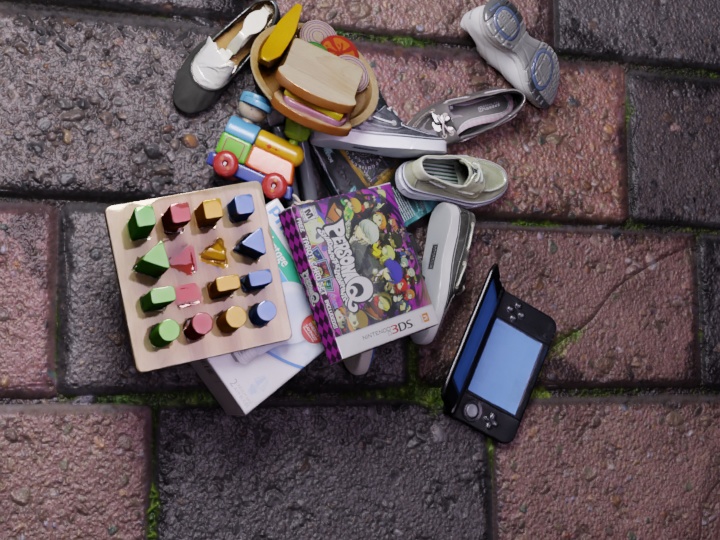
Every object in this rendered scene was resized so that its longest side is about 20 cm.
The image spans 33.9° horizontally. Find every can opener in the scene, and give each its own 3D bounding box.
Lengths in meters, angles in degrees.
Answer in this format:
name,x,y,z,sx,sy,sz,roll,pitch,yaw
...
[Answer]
name,x,y,z,sx,sy,sz,roll,pitch,yaw
can opener,-0.100,-0.187,1.614,0.052,0.066,0.204,-14,98,-15

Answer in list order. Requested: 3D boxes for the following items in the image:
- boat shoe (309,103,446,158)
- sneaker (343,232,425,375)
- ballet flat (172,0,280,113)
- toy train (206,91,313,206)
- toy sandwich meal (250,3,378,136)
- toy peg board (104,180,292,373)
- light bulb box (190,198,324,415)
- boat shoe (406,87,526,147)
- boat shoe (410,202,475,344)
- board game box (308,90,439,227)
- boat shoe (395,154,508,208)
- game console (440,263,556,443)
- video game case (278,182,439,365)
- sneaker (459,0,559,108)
name,x,y,z,sx,sy,sz,roll,pitch,yaw
boat shoe,0.027,-0.197,1.627,0.196,0.072,0.069,5,84,-14
sneaker,0.037,0.044,1.629,0.110,0.076,0.204,2,94,-32
ballet flat,-0.180,-0.297,1.586,0.068,0.068,0.201,40,73,-8
toy train,-0.092,-0.146,1.555,0.197,0.085,0.117,24,91,0
toy sandwich meal,-0.055,-0.266,1.552,0.202,0.071,0.208,14,51,-17
toy peg board,-0.185,0.000,1.408,0.196,0.098,0.204,-11,86,-19
light bulb box,-0.141,0.049,1.536,0.199,0.125,0.200,-39,98,-19
boat shoe,0.151,-0.223,1.711,0.197,0.057,0.068,-22,93,-21
boat shoe,0.121,0.009,1.668,0.063,0.070,0.204,16,87,-32
board game box,0.011,-0.145,1.665,0.134,0.028,0.202,-30,96,-21
boat shoe,0.141,-0.129,1.676,0.197,0.062,0.073,-4,80,-36
game console,0.198,0.121,1.663,0.174,0.116,0.203,29,76,-16
video game case,0.000,0.000,1.520,0.180,0.036,0.203,-15,85,-42
sneaker,0.224,-0.319,1.743,0.075,0.087,0.200,-52,121,-19
